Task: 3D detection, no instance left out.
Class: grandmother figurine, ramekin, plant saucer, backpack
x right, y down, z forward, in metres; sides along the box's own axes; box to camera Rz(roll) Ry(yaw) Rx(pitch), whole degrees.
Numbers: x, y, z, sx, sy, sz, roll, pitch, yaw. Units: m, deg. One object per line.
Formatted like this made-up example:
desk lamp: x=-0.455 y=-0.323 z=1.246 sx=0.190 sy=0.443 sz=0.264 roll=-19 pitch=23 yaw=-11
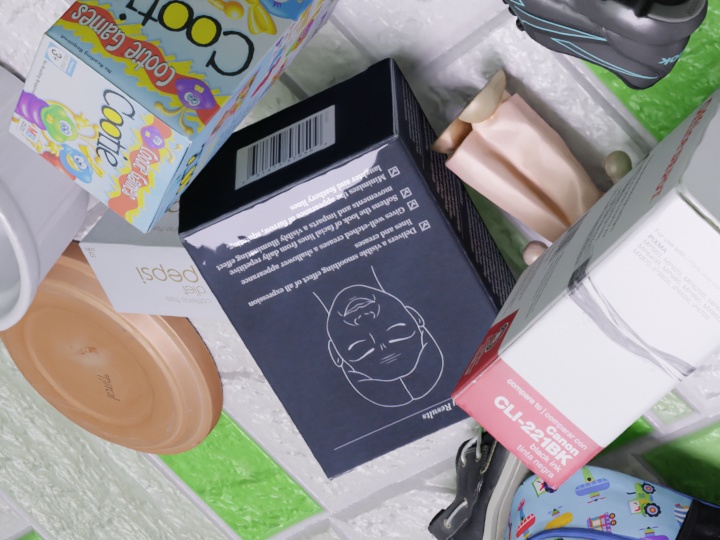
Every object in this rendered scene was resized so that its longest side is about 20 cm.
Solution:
grandmother figurine: x=0.132 y=-0.025 z=1.667 sx=0.200 sy=0.061 sz=0.121 roll=42 pitch=154 yaw=-1
ramekin: x=-0.285 y=-0.063 z=1.962 sx=0.200 sy=0.098 sz=0.201 roll=24 pitch=142 yaw=20
plant saucer: x=-0.192 y=0.062 z=2.077 sx=0.199 sy=0.032 sz=0.201 roll=24 pitch=144 yaw=20
backpack: x=0.178 y=0.218 z=1.806 sx=0.199 sy=0.135 sz=0.183 roll=19 pitch=143 yaw=8

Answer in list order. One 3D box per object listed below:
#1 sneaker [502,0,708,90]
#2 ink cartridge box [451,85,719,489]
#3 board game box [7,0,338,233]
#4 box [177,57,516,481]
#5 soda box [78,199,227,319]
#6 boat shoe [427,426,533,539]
sneaker: x=0.090 y=-0.162 z=1.535 sx=0.199 sy=0.076 sz=0.079 roll=31 pitch=147 yaw=11
ink cartridge box: x=0.158 y=0.005 z=1.553 sx=0.084 sy=0.144 sz=0.200 roll=41 pitch=127 yaw=-5
board game box: x=-0.096 y=-0.139 z=1.617 sx=0.103 sy=0.200 sz=0.105 roll=36 pitch=145 yaw=2
box: x=0.000 y=0.000 z=1.715 sx=0.148 sy=0.107 sz=0.201 roll=-24 pitch=118 yaw=12
soda box: x=-0.087 y=-0.011 z=1.867 sx=0.199 sy=0.068 sz=0.064 roll=3 pitch=131 yaw=40
boat shoe: x=0.089 y=0.134 z=1.872 sx=0.068 sy=0.072 sz=0.200 roll=44 pitch=145 yaw=20
